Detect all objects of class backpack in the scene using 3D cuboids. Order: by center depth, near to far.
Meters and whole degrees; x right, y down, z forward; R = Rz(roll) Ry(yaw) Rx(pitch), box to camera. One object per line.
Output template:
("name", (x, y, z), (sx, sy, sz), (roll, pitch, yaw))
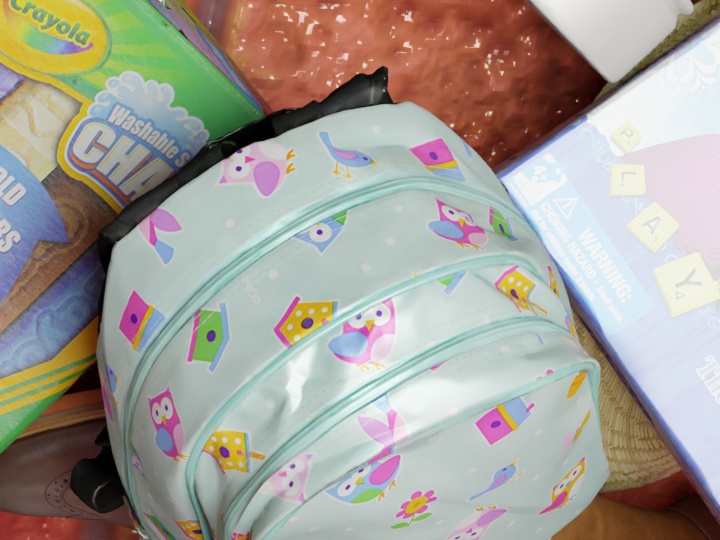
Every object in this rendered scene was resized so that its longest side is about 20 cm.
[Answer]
("backpack", (0.000, 0.032, 0.869), (0.167, 0.127, 0.200), (-35, 158, -10))

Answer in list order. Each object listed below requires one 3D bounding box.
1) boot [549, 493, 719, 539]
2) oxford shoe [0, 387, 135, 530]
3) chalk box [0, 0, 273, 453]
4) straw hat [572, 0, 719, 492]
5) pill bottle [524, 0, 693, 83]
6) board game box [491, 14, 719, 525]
("boot", (0.126, 0.167, 1.073), (0.068, 0.189, 0.200), (-13, 169, 28))
("oxford shoe", (-0.043, 0.081, 1.000), (0.200, 0.073, 0.071), (0, 163, 16))
("chalk box", (-0.109, -0.056, 0.911), (0.200, 0.124, 0.124), (-42, 125, 4))
("straw hat", (0.145, 0.006, 1.048), (0.201, 0.085, 0.201), (-24, 128, -34))
("pill bottle", (0.122, -0.160, 0.960), (0.200, 0.114, 0.114), (-45, 125, 5))
("board game box", (0.178, -0.005, 0.980), (0.199, 0.041, 0.200), (-35, 94, -1))
